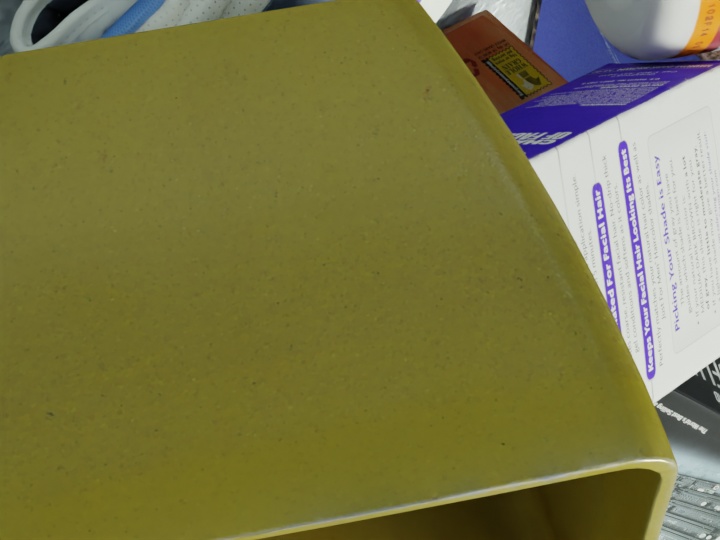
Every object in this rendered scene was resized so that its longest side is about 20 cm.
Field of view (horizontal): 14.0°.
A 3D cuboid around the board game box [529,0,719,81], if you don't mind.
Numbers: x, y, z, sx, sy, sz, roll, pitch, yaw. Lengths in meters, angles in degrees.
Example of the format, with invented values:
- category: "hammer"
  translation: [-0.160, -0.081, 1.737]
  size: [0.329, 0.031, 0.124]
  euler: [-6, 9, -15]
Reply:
- category: "board game box"
  translation: [0.176, -0.120, 1.295]
  size: [0.200, 0.097, 0.160]
  euler: [-36, 156, -26]

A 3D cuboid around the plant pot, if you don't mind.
- category: "plant pot"
  translation: [-0.031, 0.034, 0.878]
  size: [0.199, 0.177, 0.200]
  euler: [-10, 153, -6]

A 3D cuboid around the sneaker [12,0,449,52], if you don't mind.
- category: "sneaker"
  translation: [-0.066, -0.066, 0.970]
  size: [0.146, 0.081, 0.200]
  euler: [-4, 144, -40]

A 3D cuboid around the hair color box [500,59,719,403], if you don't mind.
- category: "hair color box"
  translation: [0.079, -0.005, 1.072]
  size: [0.200, 0.064, 0.110]
  euler: [-27, 113, -57]

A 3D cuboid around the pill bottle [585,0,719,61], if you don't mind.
- category: "pill bottle"
  translation: [0.189, -0.152, 1.152]
  size: [0.199, 0.113, 0.113]
  euler: [-10, 146, -15]

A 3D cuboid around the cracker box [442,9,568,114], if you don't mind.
- category: "cracker box"
  translation: [0.000, 0.000, 1.227]
  size: [0.134, 0.058, 0.201]
  euler: [-29, 152, -37]

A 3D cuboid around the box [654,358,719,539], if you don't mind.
- category: "box"
  translation: [0.092, 0.090, 1.253]
  size: [0.158, 0.050, 0.200]
  euler: [-40, 135, 24]
